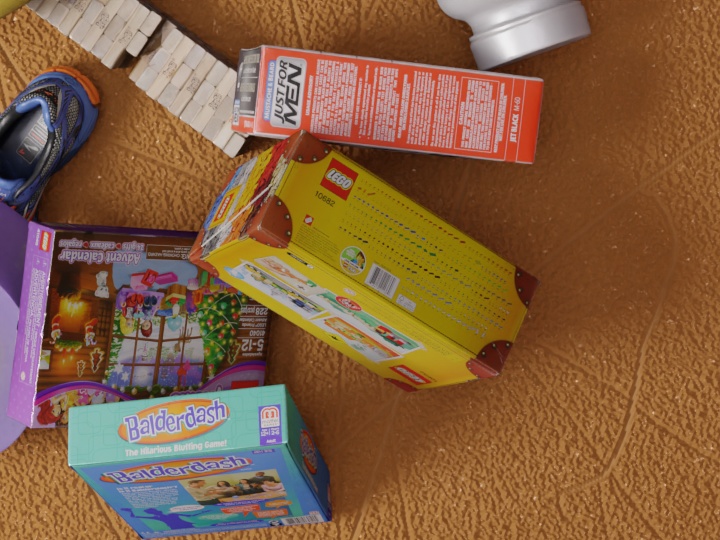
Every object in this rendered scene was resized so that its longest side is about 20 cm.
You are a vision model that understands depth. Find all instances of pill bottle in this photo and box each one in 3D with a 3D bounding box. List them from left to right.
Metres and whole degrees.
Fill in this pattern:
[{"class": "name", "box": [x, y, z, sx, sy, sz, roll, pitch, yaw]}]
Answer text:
[{"class": "pill bottle", "box": [0.093, -0.249, 1.193, 0.112, 0.113, 0.202, -18, 93, 7]}]

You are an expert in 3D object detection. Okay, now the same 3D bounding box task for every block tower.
[{"class": "block tower", "box": [-0.156, -0.164, 1.253, 0.199, 0.058, 0.054, 36, 97, -1]}]

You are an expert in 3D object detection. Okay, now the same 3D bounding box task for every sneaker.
[{"class": "sneaker", "box": [-0.269, -0.062, 1.258, 0.075, 0.078, 0.201, 29, 103, 4]}]

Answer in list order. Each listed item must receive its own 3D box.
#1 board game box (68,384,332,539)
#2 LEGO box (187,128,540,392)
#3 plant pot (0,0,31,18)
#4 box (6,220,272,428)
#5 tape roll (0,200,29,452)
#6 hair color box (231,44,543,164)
[{"class": "board game box", "box": [-0.108, 0.140, 1.208, 0.150, 0.200, 0.045, -6, 67, 5]}, {"class": "LEGO box", "box": [0.000, 0.000, 1.173, 0.199, 0.149, 0.078, 32, 71, -17]}, {"class": "plant pot", "box": [-0.273, -0.248, 1.154, 0.199, 0.200, 0.143, 35, 104, 1]}, {"class": "box", "box": [-0.151, 0.040, 1.215, 0.039, 0.199, 0.139, 16, 100, 48]}, {"class": "tape roll", "box": [-0.316, 0.040, 1.235, 0.197, 0.085, 0.202, 4, 120, 6]}, {"class": "hair color box", "box": [0.016, -0.115, 1.188, 0.198, 0.111, 0.065, 7, 95, -13]}]
